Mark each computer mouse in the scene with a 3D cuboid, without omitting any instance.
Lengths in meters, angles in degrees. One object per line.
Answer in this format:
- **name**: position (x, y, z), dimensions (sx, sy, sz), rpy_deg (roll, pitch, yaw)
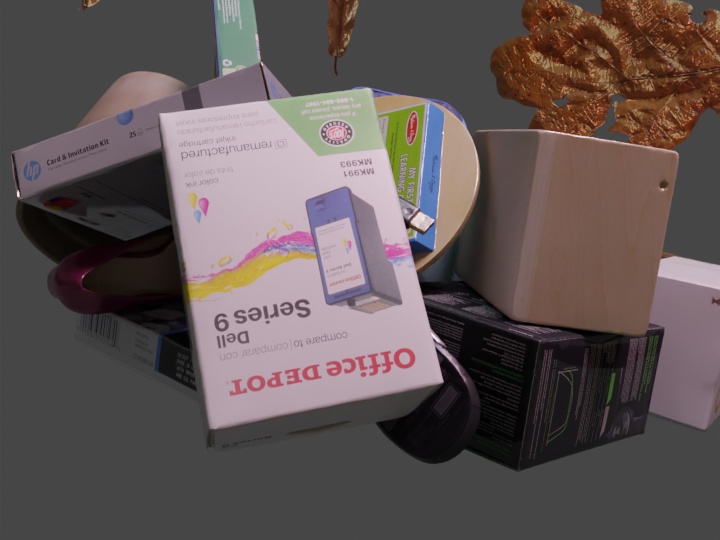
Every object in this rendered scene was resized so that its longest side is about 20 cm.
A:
- **computer mouse**: position (0.028, 0.031, 0.606), dimensions (0.199, 0.142, 0.046), rpy_deg (37, 9, 30)

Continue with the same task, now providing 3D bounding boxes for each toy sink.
- **toy sink**: position (0.155, -0.038, 0.671), dimensions (0.109, 0.133, 0.200), rpy_deg (7, 7, -7)

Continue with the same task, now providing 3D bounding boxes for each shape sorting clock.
- **shape sorting clock**: position (0.004, -0.064, 0.700), dimensions (0.197, 0.202, 0.039), rpy_deg (15, -23, 36)

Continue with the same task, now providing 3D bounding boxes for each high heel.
- **high heel**: position (-0.151, -0.006, 0.687), dimensions (0.197, 0.069, 0.095), rpy_deg (-6, 4, -32)

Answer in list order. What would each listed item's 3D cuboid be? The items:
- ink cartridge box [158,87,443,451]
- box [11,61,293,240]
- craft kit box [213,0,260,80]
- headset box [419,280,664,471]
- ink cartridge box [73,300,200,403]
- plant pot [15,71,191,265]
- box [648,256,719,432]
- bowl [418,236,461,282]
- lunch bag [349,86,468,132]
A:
- **ink cartridge box**: position (-0.043, -0.001, 0.539), dimensions (0.142, 0.204, 0.088), rpy_deg (-8, -16, -12)
- **box**: position (-0.135, -0.082, 0.649), dimensions (0.196, 0.042, 0.156), rpy_deg (-18, -12, 11)
- **craft kit box**: position (-0.122, -0.129, 0.841), dimensions (0.047, 0.199, 0.203), rpy_deg (-1, 55, -13)
- **headset box**: position (0.123, 0.071, 0.680), dimensions (0.198, 0.095, 0.172), rpy_deg (-1, 13, -45)
- **ink cartridge box**: position (-0.107, 0.057, 0.719), dimensions (0.196, 0.044, 0.198), rpy_deg (15, 11, 39)
- **plant pot**: position (-0.223, -0.098, 0.864), dimensions (0.195, 0.177, 0.201), rpy_deg (9, -30, 5)
- **box**: position (0.316, 0.061, 0.812), dimensions (0.096, 0.127, 0.199), rpy_deg (13, 10, 31)
- **bowl**: position (0.000, 0.000, 0.784), dimensions (0.196, 0.204, 0.106), rpy_deg (10, 40, 8)
- **lunch bag**: position (0.030, -0.126, 1.040), dimensions (0.196, 0.138, 0.132), rpy_deg (5, -30, -26)
